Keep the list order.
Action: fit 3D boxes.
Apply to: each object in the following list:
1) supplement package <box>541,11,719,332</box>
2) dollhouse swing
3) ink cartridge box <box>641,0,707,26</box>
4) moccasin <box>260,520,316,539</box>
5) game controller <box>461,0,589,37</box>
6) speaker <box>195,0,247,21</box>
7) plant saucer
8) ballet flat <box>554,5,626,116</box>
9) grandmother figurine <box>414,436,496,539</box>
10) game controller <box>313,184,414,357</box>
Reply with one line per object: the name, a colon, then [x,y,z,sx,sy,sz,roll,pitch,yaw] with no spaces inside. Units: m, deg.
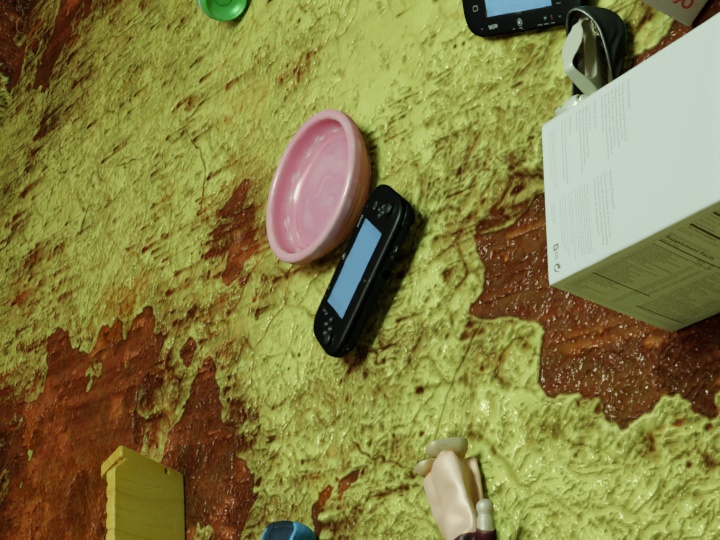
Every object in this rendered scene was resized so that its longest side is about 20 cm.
supplement package: [0.265,-0.069,0.955,0.199,0.150,0.153,-31,49,47]
dollhouse swing: [-0.333,0.378,1.654,0.175,0.181,0.202,-25,52,25]
ink cartridge box: [0.281,-0.338,1.073,0.201,0.147,0.086,-59,32,22]
moccasin: [-0.104,0.382,1.378,0.068,0.080,0.201,3,64,43]
game controller: [0.171,-0.309,1.308,0.199,0.042,0.106,7,101,59]
speaker: [-0.246,-0.483,2.028,0.089,0.088,0.200,-59,34,19]
plant saucer: [-0.049,-0.101,1.556,0.200,0.050,0.202,-33,49,47]
ballet flat: [0.216,-0.163,1.159,0.068,0.068,0.202,-30,51,47]
grandmother figurine: [0.101,0.255,1.139,0.122,0.060,0.201,102,159,-49]
game controller: [0.000,0.000,1.422,0.201,0.042,0.104,-65,32,10]
